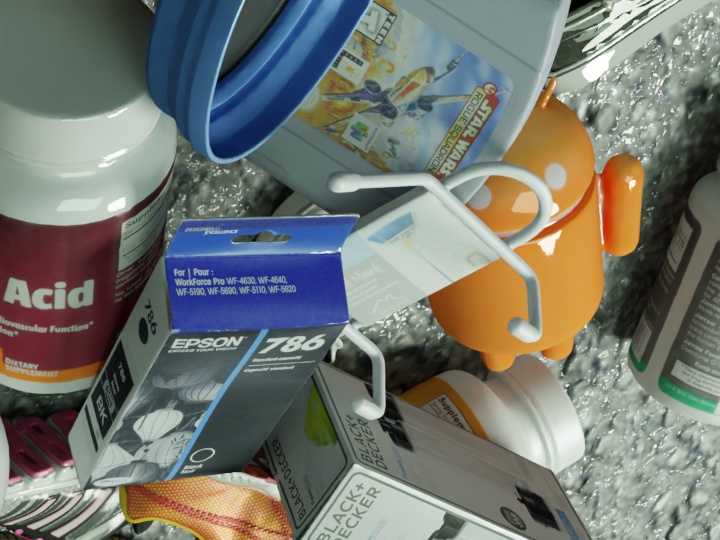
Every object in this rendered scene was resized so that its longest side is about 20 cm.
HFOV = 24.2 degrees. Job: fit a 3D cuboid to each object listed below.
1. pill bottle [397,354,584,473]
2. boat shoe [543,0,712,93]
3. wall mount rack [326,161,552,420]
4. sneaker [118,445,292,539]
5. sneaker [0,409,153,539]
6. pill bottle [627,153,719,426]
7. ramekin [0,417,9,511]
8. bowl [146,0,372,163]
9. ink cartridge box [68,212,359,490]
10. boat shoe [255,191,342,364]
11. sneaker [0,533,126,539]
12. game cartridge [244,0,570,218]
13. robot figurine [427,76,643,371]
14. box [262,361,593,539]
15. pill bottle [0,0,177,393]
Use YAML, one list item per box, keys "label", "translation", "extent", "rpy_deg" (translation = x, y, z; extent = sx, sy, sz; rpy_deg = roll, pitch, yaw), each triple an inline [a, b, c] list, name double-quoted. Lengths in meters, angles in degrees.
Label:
- label: "pill bottle"
  translation: [0.047, 0.136, 1.130]
  extent: [0.199, 0.111, 0.112]
  rpy_deg: [-27, 134, -15]
- label: "boat shoe"
  translation: [0.174, -0.188, 0.997]
  extent: [0.200, 0.071, 0.064]
  rpy_deg: [-40, 137, 1]
- label: "wall mount rack"
  translation: [0.000, 0.000, 0.894]
  extent: [0.199, 0.075, 0.174]
  rpy_deg: [-29, 129, 30]
- label: "sneaker"
  translation: [-0.056, 0.150, 1.008]
  extent: [0.199, 0.073, 0.077]
  rpy_deg: [29, 106, -24]
- label: "sneaker"
  translation: [-0.193, 0.135, 0.988]
  extent: [0.199, 0.074, 0.088]
  rpy_deg: [-7, 121, -37]
- label: "pill bottle"
  translation: [0.271, 0.000, 1.180]
  extent: [0.112, 0.113, 0.201]
  rpy_deg: [-3, 125, -33]
- label: "ramekin"
  translation: [-0.282, 0.122, 0.849]
  extent: [0.199, 0.098, 0.202]
  rpy_deg: [-3, 118, -5]
- label: "bowl"
  translation: [-0.027, -0.143, 0.741]
  extent: [0.201, 0.039, 0.201]
  rpy_deg: [-56, 171, -14]
- label: "ink cartridge box"
  translation: [-0.074, 0.045, 0.846]
  extent: [0.099, 0.039, 0.200]
  rpy_deg: [-3, 146, -28]
- label: "boat shoe"
  translation: [-0.042, 0.042, 1.025]
  extent: [0.072, 0.069, 0.201]
  rpy_deg: [11, 116, -40]
- label: "sneaker"
  translation: [-0.200, 0.228, 1.057]
  extent: [0.199, 0.070, 0.109]
  rpy_deg: [11, 111, -32]
- label: "game cartridge"
  translation: [0.024, -0.102, 0.896]
  extent: [0.200, 0.133, 0.042]
  rpy_deg: [-58, 176, 40]
- label: "robot figurine"
  translation: [0.089, -0.029, 1.029]
  extent: [0.117, 0.143, 0.201]
  rpy_deg: [-50, 144, -35]
- label: "box"
  translation: [0.043, 0.138, 0.995]
  extent: [0.199, 0.117, 0.060]
  rpy_deg: [27, 109, -26]
- label: "pill bottle"
  translation: [-0.149, -0.040, 0.821]
  extent: [0.114, 0.115, 0.201]
  rpy_deg: [-17, 147, -24]
